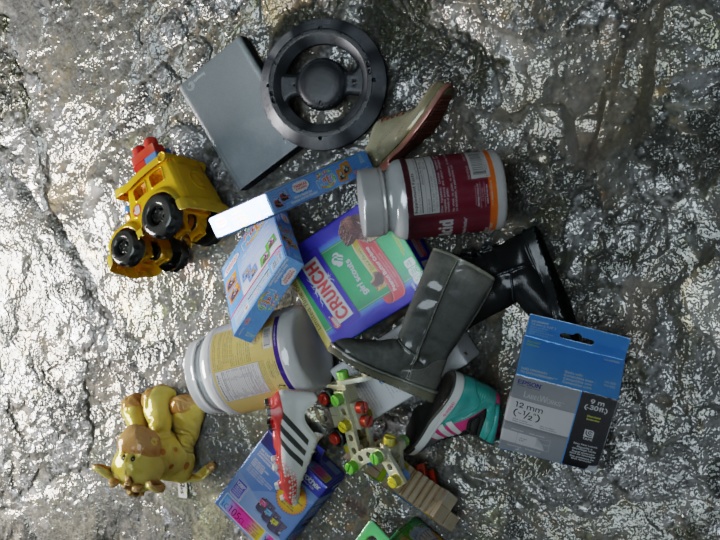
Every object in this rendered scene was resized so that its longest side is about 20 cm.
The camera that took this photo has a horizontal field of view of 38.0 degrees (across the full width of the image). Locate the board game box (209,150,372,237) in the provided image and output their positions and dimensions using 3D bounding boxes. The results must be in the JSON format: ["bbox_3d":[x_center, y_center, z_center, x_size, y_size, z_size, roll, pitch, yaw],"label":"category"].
[{"bbox_3d":[-0.100,-0.110,1.516,0.151,0.200,0.037,-17,99,49],"label":"board game box"}]

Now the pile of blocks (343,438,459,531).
[{"bbox_3d":[0.072,0.317,1.604,0.200,0.082,0.062,34,77,9],"label":"pile of blocks"}]

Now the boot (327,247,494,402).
[{"bbox_3d":[0.071,0.062,1.451,0.181,0.073,0.201,23,91,-8],"label":"boot"}]

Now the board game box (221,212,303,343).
[{"bbox_3d":[-0.154,-0.005,1.595,0.036,0.200,0.152,26,111,-26],"label":"board game box"}]

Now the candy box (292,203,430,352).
[{"bbox_3d":[0.000,0.000,1.582,0.200,0.077,0.170,-33,83,23],"label":"candy box"}]

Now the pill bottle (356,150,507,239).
[{"bbox_3d":[0.099,-0.104,1.470,0.199,0.114,0.115,-6,94,-3],"label":"pill bottle"}]

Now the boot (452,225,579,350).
[{"bbox_3d":[0.209,0.045,1.502,0.162,0.073,0.199,-24,79,21],"label":"boot"}]

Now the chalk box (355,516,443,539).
[{"bbox_3d":[0.071,0.467,1.580,0.200,0.124,0.125,37,108,15],"label":"chalk box"}]

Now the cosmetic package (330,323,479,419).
[{"bbox_3d":[0.066,0.138,1.573,0.200,0.071,0.102,-33,84,23],"label":"cosmetic package"}]

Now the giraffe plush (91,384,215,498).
[{"bbox_3d":[-0.351,0.300,1.717,0.172,0.162,0.201,-18,88,23],"label":"giraffe plush"}]

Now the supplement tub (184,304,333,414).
[{"bbox_3d":[-0.159,0.144,1.628,0.199,0.145,0.146,-16,90,24],"label":"supplement tub"}]

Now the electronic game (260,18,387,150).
[{"bbox_3d":[-0.057,-0.282,1.586,0.199,0.042,0.201,0,90,13],"label":"electronic game"}]

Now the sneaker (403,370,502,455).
[{"bbox_3d":[0.149,0.225,1.547,0.120,0.084,0.200,19,140,-12],"label":"sneaker"}]

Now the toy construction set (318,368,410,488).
[{"bbox_3d":[0.012,0.212,1.517,0.131,0.092,0.201,-5,88,47],"label":"toy construction set"}]

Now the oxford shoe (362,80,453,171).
[{"bbox_3d":[0.057,-0.209,1.539,0.074,0.071,0.200,46,110,15],"label":"oxford shoe"}]

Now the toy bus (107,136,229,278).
[{"bbox_3d":[-0.333,-0.108,1.690,0.200,0.136,0.193,-36,69,25],"label":"toy bus"}]

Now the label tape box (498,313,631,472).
[{"bbox_3d":[0.280,0.171,1.443,0.143,0.066,0.201,14,125,10],"label":"label tape box"}]

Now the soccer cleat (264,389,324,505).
[{"bbox_3d":[-0.093,0.267,1.569,0.085,0.069,0.201,-8,113,-6],"label":"soccer cleat"}]

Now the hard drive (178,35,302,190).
[{"bbox_3d":[-0.186,-0.248,1.656,0.139,0.033,0.200,-34,82,23],"label":"hard drive"}]

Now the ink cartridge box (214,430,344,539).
[{"bbox_3d":[-0.121,0.339,1.675,0.136,0.076,0.200,41,108,14],"label":"ink cartridge box"}]
